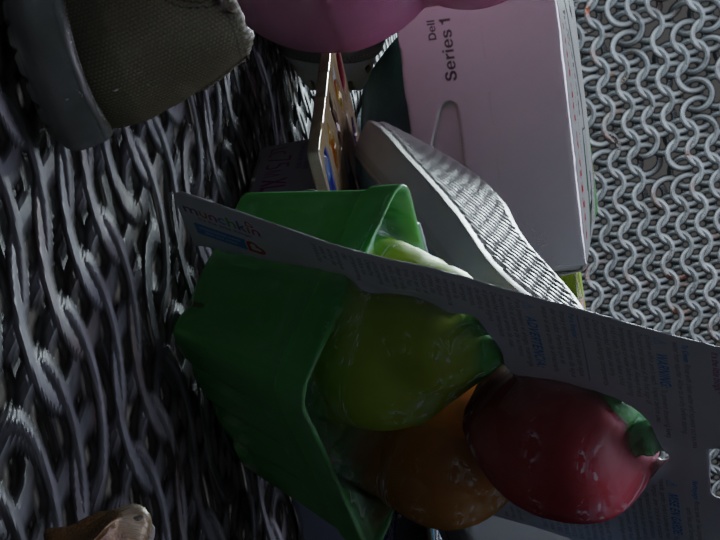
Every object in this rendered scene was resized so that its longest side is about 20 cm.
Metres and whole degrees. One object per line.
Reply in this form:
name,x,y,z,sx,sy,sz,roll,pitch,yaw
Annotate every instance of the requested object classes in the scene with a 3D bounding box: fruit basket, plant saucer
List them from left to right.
plant saucer,0.030,-0.040,1.067,0.200,0.036,0.202,-6,90,-80
fruit basket,0.045,0.042,0.651,0.186,0.199,0.094,69,35,-56

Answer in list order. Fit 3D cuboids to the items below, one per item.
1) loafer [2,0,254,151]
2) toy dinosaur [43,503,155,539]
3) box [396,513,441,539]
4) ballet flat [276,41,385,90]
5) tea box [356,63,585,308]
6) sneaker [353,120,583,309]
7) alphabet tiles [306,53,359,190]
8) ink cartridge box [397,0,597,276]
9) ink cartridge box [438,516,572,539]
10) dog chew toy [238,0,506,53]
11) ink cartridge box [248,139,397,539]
loafer,-0.058,-0.118,0.554,0.075,0.069,0.201,72,12,-53
toy dinosaur,-0.048,0.158,0.426,0.106,0.060,0.201,17,56,-55
box,0.029,0.160,1.042,0.201,0.037,0.137,-89,168,-54
ballet flat,-0.009,-0.124,0.994,0.200,0.067,0.064,-71,163,-73
tea box,0.083,-0.047,1.345,0.200,0.133,0.198,-76,157,-73
sneaker,0.025,0.001,0.810,0.074,0.082,0.200,29,15,-25
alphabet tiles,0.000,0.000,0.837,0.200,0.007,0.168,-86,164,-65
ink cartridge box,0.079,-0.079,1.021,0.200,0.084,0.147,-53,136,-77
ink cartridge box,0.083,0.119,0.887,0.200,0.084,0.145,-132,-159,-83
dog chew toy,0.032,-0.165,0.814,0.125,0.198,0.126,-10,90,-83
ink cartridge box,-0.013,0.055,0.836,0.120,0.042,0.201,-81,163,-67
